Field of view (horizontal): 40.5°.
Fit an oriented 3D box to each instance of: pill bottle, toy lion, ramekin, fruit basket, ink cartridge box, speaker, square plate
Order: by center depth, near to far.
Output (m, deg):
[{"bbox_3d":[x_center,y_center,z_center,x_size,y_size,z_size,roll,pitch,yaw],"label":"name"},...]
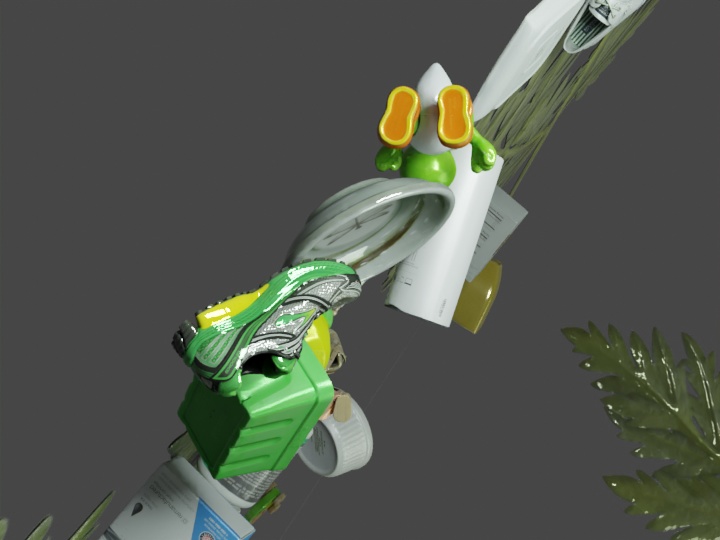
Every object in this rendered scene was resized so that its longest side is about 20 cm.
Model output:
[{"bbox_3d":[-0.089,0.115,1.088,0.214,0.156,0.216,-31,161,-12],"label":"fruit basket"},{"bbox_3d":[0.094,-0.044,1.095,0.081,0.080,0.203,25,84,-82],"label":"speaker"},{"bbox_3d":[-0.259,0.369,1.271,0.201,0.145,0.084,-49,172,2],"label":"ink cartridge box"},{"bbox_3d":[0.230,-0.299,1.296,0.198,0.028,0.201,-43,170,-37],"label":"square plate"},{"bbox_3d":[-0.172,0.279,1.457,0.201,0.113,0.113,-50,172,3],"label":"pill bottle"},{"bbox_3d":[-0.074,0.373,2.214,0.094,0.203,0.203,-24,157,-41],"label":"ramekin"},{"bbox_3d":[-0.346,0.798,3.211,0.191,0.069,0.200,-37,167,-27],"label":"toy lion"}]

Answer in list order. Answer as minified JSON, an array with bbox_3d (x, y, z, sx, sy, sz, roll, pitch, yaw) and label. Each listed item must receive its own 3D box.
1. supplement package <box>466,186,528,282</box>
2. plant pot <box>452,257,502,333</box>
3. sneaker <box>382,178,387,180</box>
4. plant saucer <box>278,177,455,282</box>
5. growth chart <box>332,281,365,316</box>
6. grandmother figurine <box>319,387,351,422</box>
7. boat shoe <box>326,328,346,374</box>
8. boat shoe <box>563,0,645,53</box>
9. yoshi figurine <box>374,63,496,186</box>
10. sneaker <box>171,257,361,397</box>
[{"bbox_3d":[0.300,-0.091,2.392,0.201,0.109,0.114,-54,171,30],"label":"supplement package"},{"bbox_3d":[0.309,0.038,2.810,0.202,0.194,0.194,-58,171,9],"label":"plant pot"},{"bbox_3d":[0.026,-0.044,1.187,0.087,0.074,0.200,-47,172,-8],"label":"sneaker"},{"bbox_3d":[-0.001,-0.043,0.986,0.198,0.051,0.200,-26,163,-9],"label":"plant saucer"},{"bbox_3d":[0.000,0.000,1.457,0.145,0.018,0.200,-49,172,-8],"label":"growth chart"},{"bbox_3d":[-0.078,0.201,1.638,0.061,0.120,0.200,-60,-164,-2],"label":"grandmother figurine"},{"bbox_3d":[-0.060,0.145,1.632,0.072,0.065,0.200,-50,172,5],"label":"boat shoe"},{"bbox_3d":[0.379,-0.399,1.484,0.067,0.073,0.201,-47,173,-35],"label":"boat shoe"},{"bbox_3d":[0.071,-0.122,0.973,0.112,0.113,0.200,-40,175,7],"label":"yoshi figurine"},{"bbox_3d":[-0.075,0.055,0.910,0.199,0.086,0.078,-29,165,-33],"label":"sneaker"}]
